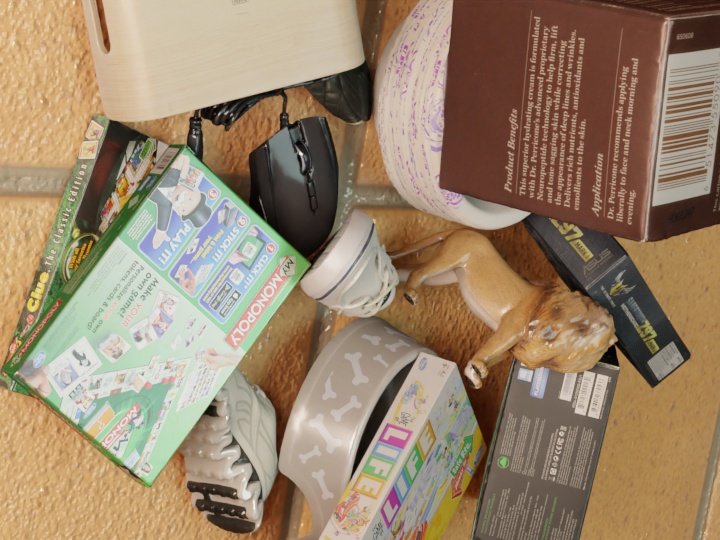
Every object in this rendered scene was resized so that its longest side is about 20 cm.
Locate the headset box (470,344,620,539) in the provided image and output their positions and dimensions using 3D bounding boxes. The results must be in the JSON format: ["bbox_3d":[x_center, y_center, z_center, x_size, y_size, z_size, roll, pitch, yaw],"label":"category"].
[{"bbox_3d":[0.163,0.145,1.794,0.200,0.092,0.176,-38,141,-82],"label":"headset box"}]

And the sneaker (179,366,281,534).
[{"bbox_3d":[-0.107,0.105,1.557,0.081,0.075,0.201,-52,142,-38],"label":"sneaker"}]

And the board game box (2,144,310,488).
[{"bbox_3d":[-0.141,0.032,1.441,0.135,0.029,0.201,44,73,-27],"label":"board game box"}]

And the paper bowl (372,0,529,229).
[{"bbox_3d":[0.088,-0.141,1.653,0.200,0.104,0.203,-19,117,-43],"label":"paper bowl"}]

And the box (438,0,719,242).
[{"bbox_3d":[0.187,-0.131,1.536,0.163,0.199,0.168,-13,114,-46],"label":"box"}]

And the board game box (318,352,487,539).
[{"bbox_3d":[0.032,0.185,1.638,0.201,0.034,0.135,-60,150,-25],"label":"board game box"}]

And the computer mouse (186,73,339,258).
[{"bbox_3d":[-0.068,-0.063,1.516,0.140,0.046,0.201,-23,137,-34],"label":"computer mouse"}]

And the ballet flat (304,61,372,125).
[{"bbox_3d":[-0.045,-0.168,1.547,0.200,0.056,0.067,40,45,-53],"label":"ballet flat"}]

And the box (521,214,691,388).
[{"bbox_3d":[0.201,-0.004,1.777,0.051,0.158,0.200,-38,142,1],"label":"box"}]

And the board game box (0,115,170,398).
[{"bbox_3d":[-0.184,0.000,1.458,0.104,0.023,0.202,25,84,-52],"label":"board game box"}]

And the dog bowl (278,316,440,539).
[{"bbox_3d":[0.008,0.141,1.669,0.200,0.058,0.202,-40,139,-47],"label":"dog bowl"}]

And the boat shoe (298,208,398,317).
[{"bbox_3d":[0.000,0.000,1.547,0.074,0.067,0.200,-52,-178,3],"label":"boat shoe"}]

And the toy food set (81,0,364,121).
[{"bbox_3d":[-0.095,-0.196,1.422,0.198,0.060,0.145,-17,109,-23],"label":"toy food set"}]

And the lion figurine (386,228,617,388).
[{"bbox_3d":[0.106,0.018,1.666,0.122,0.200,0.073,-39,165,-15],"label":"lion figurine"}]
